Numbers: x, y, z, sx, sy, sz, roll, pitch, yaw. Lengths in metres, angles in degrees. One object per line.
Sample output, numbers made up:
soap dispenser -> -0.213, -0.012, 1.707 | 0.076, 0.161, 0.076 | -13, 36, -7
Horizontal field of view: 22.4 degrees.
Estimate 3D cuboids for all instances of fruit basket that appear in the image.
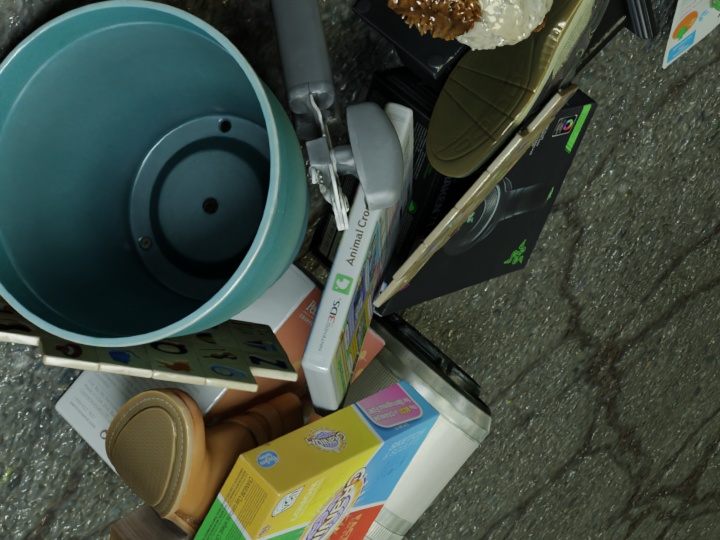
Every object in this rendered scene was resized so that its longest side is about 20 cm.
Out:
fruit basket -> 0.345, -0.281, 1.597 | 0.185, 0.094, 0.201 | -39, 153, -19

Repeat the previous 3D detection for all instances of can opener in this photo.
can opener -> -0.015, -0.115, 1.183 | 0.066, 0.201, 0.054 | -11, 145, 1

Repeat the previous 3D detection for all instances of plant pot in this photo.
plant pot -> -0.118, -0.048, 1.137 | 0.201, 0.200, 0.188 | -52, 165, 5

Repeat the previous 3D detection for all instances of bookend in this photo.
bookend -> 0.116, -0.191, 1.382 | 0.200, 0.092, 0.199 | -44, 151, -8

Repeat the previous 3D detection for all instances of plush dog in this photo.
plush dog -> 0.067, -0.223, 1.152 | 0.160, 0.173, 0.199 | -27, 169, 39

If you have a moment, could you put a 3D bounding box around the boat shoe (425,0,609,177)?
boat shoe -> 0.121, -0.148, 1.271 | 0.066, 0.072, 0.202 | 20, 103, -52

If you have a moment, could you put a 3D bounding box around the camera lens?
camera lens -> 0.001, 0.143, 1.542 | 0.200, 0.160, 0.160 | -50, 151, 2

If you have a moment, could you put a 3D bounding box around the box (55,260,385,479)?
box -> -0.103, 0.078, 1.378 | 0.200, 0.106, 0.152 | -49, 151, 0

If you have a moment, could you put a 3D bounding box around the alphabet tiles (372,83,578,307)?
alphabet tiles -> 0.084, -0.055, 1.306 | 0.200, 0.006, 0.166 | -49, 176, 17

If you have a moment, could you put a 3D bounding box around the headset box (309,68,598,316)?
headset box -> 0.079, -0.076, 1.466 | 0.199, 0.093, 0.175 | -16, 138, -45

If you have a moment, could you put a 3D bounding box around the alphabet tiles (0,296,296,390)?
alphabet tiles -> -0.145, 0.040, 1.175 | 0.198, 0.166, 0.006 | 9, 104, -17

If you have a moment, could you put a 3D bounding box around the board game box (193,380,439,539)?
board game box -> -0.042, 0.169, 1.296 | 0.199, 0.040, 0.154 | -20, 146, -53

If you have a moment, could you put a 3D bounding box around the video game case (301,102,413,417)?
video game case -> 0.000, 0.000, 1.251 | 0.200, 0.022, 0.184 | 85, 22, -77

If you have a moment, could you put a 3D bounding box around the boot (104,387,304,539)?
boot -> -0.094, 0.127, 1.260 | 0.155, 0.077, 0.201 | -29, 142, -34
